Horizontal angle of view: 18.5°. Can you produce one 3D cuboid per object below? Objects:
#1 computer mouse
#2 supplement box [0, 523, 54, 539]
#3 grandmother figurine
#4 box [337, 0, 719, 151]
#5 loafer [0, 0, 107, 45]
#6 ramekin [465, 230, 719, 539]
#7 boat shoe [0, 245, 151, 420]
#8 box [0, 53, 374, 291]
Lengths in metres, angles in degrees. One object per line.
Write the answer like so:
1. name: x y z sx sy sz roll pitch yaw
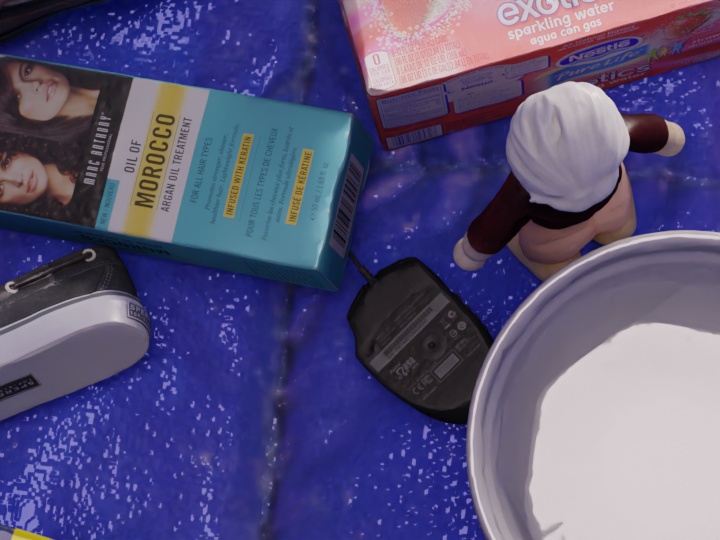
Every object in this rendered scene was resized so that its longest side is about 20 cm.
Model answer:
1. computer mouse: 0.000 0.000 1.108 0.059 0.034 0.200 -42 72 2
2. supplement box: -0.088 0.202 1.030 0.199 0.110 0.109 17 80 9
3. grandmother figurine: 0.093 -0.040 1.017 0.121 0.200 0.061 -42 78 -5
4. box: 0.090 -0.140 1.089 0.199 0.103 0.095 -16 78 2
5. loafer: -0.153 -0.165 1.100 0.200 0.063 0.072 -27 83 24
6. ramekin: 0.151 0.088 1.035 0.199 0.105 0.201 -1 79 5
7. boat shoe: -0.202 0.044 1.101 0.199 0.069 0.057 -19 58 0
8. box: -0.100 -0.051 1.100 0.199 0.049 0.083 10 79 15
